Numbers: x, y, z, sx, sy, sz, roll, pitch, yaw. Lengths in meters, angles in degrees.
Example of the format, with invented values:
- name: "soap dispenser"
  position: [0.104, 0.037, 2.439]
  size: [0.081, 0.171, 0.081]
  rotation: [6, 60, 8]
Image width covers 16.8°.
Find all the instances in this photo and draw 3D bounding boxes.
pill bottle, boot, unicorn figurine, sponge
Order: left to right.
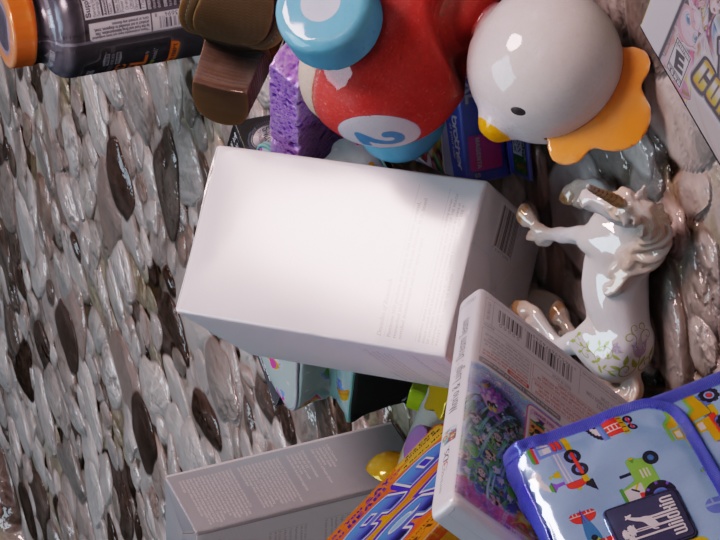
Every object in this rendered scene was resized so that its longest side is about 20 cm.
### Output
- name: "pill bottle"
  position: [-0.224, -0.230, 2.164]
  size: [0.106, 0.199, 0.107]
  rotation: [168, 90, -70]
- name: "boot"
  position: [-0.075, -0.215, 1.694]
  size: [0.200, 0.073, 0.156]
  rotation: [113, 173, -59]
- name: "sponge"
  position: [-0.016, -0.133, 1.621]
  size: [0.030, 0.112, 0.200]
  rotation: [39, 166, 9]
- name: "unicorn figurine"
  position: [0.148, -0.001, 1.499]
  size: [0.137, 0.074, 0.201]
  rotation: [28, 142, 53]

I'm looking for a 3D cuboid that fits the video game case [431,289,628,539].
- name: "video game case"
  position: [0.126, 0.126, 1.371]
  size: [0.024, 0.200, 0.183]
  rotation: [-40, 23, 32]

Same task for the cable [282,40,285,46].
- name: "cable"
  position: [-0.007, -0.215, 1.705]
  size: [0.163, 0.050, 0.201]
  rotation: [-113, 41, -68]

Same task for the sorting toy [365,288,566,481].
- name: "sorting toy"
  position: [0.090, 0.085, 1.687]
  size: [0.200, 0.106, 0.181]
  rotation: [37, 116, 61]

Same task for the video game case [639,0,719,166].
- name: "video game case"
  position: [0.219, -0.121, 1.284]
  size: [0.181, 0.025, 0.201]
  rotation: [105, 147, -51]

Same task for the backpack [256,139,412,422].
- name: "backpack"
  position: [-0.021, -0.006, 1.820]
  size: [0.176, 0.152, 0.201]
  rotation: [90, 164, -53]

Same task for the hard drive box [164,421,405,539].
- name: "hard drive box"
  position: [-0.052, 0.224, 1.959]
  size: [0.077, 0.199, 0.157]
  rotation: [-126, 31, -49]

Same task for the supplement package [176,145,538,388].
- name: "supplement package"
  position: [0.000, 0.000, 1.617]
  size: [0.121, 0.199, 0.121]
  rotation: [35, -114, -63]

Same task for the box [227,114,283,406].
- name: "box"
  position: [-0.073, -0.008, 2.109]
  size: [0.161, 0.043, 0.201]
  rotation: [111, 142, -56]

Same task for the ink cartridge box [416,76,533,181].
- name: "ink cartridge box"
  position: [0.058, -0.131, 1.698]
  size: [0.200, 0.042, 0.120]
  rotation: [-153, 53, -63]

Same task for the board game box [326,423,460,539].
- name: "board game box"
  position: [0.080, 0.227, 1.500]
  size: [0.200, 0.200, 0.200]
  rotation: [48, 161, -7]

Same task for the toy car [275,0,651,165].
- name: "toy car"
  position: [0.080, -0.122, 1.472]
  size: [0.200, 0.177, 0.184]
  rotation: [37, 175, 26]

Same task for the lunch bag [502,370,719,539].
- name: "lunch bag"
  position: [0.177, 0.141, 1.291]
  size: [0.094, 0.199, 0.151]
  rotation: [102, 148, -49]
